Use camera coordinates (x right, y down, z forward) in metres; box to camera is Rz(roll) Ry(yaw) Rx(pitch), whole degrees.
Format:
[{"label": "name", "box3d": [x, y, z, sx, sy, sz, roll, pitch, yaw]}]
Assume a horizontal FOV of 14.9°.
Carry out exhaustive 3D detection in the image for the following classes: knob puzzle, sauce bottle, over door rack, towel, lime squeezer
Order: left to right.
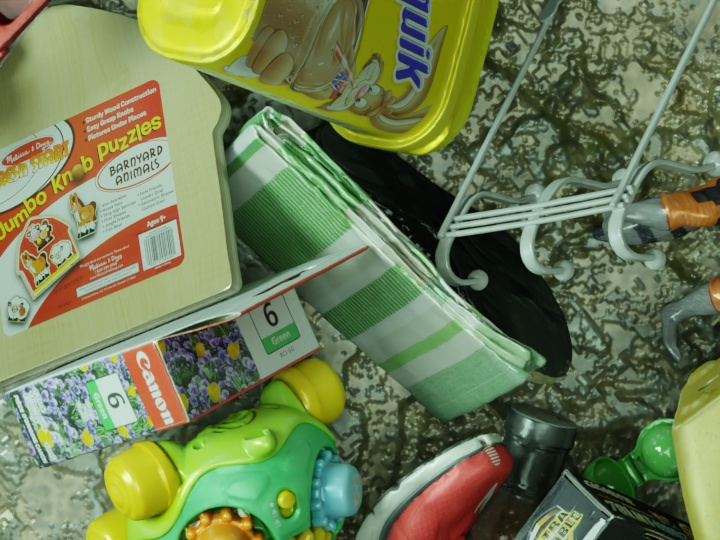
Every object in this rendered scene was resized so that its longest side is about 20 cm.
[{"label": "knob puzzle", "box3d": [-0.146, -0.051, 1.499, 0.219, 0.030, 0.221, -10, 72, 32]}, {"label": "towel", "box3d": [0.000, 0.000, 1.492, 0.200, 0.153, 0.023, 42, 69, -5]}, {"label": "sauce bottle", "box3d": [0.077, 0.176, 1.554, 0.066, 0.066, 0.201, 18, 99, -3]}, {"label": "over door rack", "box3d": [0.128, -0.084, 1.448, 0.066, 0.147, 0.201, 31, 65, -33]}, {"label": "lime squeezer", "box3d": [0.163, 0.104, 1.546, 0.199, 0.071, 0.038, -30, 72, -25]}]

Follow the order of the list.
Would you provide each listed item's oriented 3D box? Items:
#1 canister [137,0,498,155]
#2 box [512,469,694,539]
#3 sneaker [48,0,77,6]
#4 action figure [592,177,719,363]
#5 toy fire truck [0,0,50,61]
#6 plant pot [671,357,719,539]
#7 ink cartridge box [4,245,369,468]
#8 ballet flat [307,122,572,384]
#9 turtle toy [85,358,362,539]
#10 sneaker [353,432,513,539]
[{"label": "canister", "box3d": [-0.017, -0.152, 1.424, 0.086, 0.200, 0.149, 12, 87, 35]}, {"label": "box", "box3d": [0.116, 0.219, 1.507, 0.198, 0.050, 0.200, 26, 102, -49]}, {"label": "sneaker", "box3d": [-0.137, -0.195, 1.462, 0.198, 0.114, 0.077, -15, 84, 19]}, {"label": "action figure", "box3d": [0.216, -0.063, 1.502, 0.193, 0.105, 0.200, -33, 122, 0]}, {"label": "toy fire truck", "box3d": [-0.240, -0.094, 1.474, 0.049, 0.141, 0.200, 42, 96, -6]}, {"label": "plant pot", "box3d": [0.267, 0.114, 1.434, 0.195, 0.194, 0.200, -36, 92, 13]}, {"label": "ink cartridge box", "box3d": [-0.085, 0.047, 1.459, 0.199, 0.109, 0.051, -19, 97, 45]}, {"label": "ballet flat", "box3d": [0.039, -0.008, 1.540, 0.200, 0.067, 0.057, 42, 136, -5]}, {"label": "turtle toy", "box3d": [-0.066, 0.144, 1.505, 0.145, 0.200, 0.101, -27, 68, -27]}, {"label": "sneaker", "box3d": [0.038, 0.175, 1.511, 0.085, 0.077, 0.201, 44, 120, 25]}]
